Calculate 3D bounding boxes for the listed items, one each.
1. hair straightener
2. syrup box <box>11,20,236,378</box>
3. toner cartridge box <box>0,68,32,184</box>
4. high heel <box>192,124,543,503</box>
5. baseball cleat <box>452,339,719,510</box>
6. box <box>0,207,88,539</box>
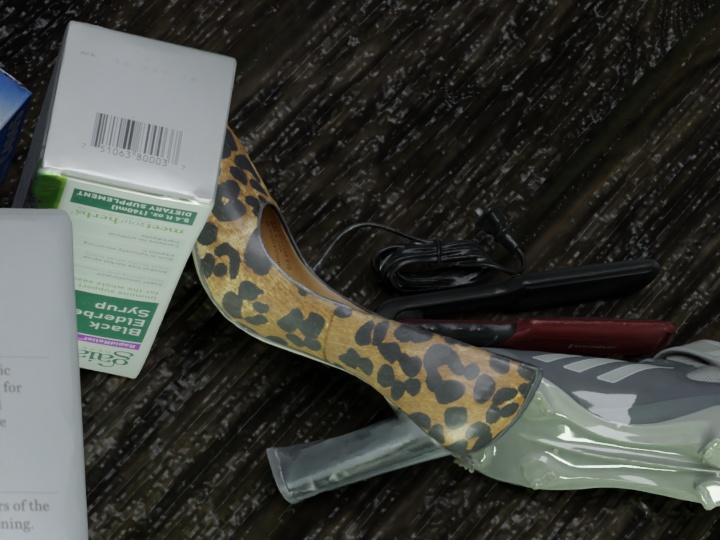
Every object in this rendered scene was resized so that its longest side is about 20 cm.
[{"bbox_3d":[0.058,0.007,1.466,0.200,0.041,0.077,-2,66,-12],"label":"hair straightener"},{"bbox_3d":[-0.119,-0.028,1.333,0.079,0.200,0.082,12,62,-9],"label":"syrup box"},{"bbox_3d":[-0.257,-0.109,1.393,0.200,0.095,0.043,35,63,3],"label":"toner cartridge box"},{"bbox_3d":[0.000,0.000,1.382,0.142,0.071,0.200,-20,88,20],"label":"high heel"},{"bbox_3d":[0.124,0.070,1.442,0.200,0.070,0.106,15,28,5],"label":"baseball cleat"},{"bbox_3d":[-0.231,0.084,1.251,0.199,0.200,0.172,0,68,-15],"label":"box"}]
